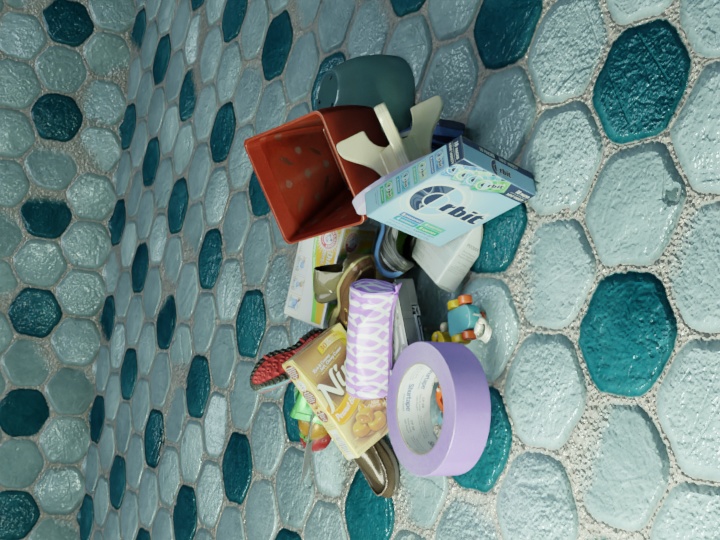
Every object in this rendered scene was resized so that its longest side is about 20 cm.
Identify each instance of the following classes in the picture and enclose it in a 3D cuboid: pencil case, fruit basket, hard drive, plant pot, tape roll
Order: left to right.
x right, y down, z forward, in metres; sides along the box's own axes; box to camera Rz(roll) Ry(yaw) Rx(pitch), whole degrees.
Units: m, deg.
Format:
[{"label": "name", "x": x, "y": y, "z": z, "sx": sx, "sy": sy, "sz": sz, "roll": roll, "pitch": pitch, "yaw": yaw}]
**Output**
[{"label": "fruit basket", "x": -0.088, "y": 0.281, "z": 1.887, "sx": 0.186, "sy": 0.093, "sz": 0.202, "roll": -65, "pitch": -8, "yaw": -64}, {"label": "plant pot", "x": -0.051, "y": -0.186, "z": 1.778, "sx": 0.199, "sy": 0.176, "sz": 0.202, "roll": -14, "pitch": 103, "yaw": 42}, {"label": "plant pot", "x": -0.007, "y": -0.318, "z": 1.900, "sx": 0.200, "sy": 0.134, "sz": 0.202, "roll": -21, "pitch": 65, "yaw": 57}, {"label": "pencil case", "x": 0.020, "y": 0.114, "z": 1.636, "sx": 0.085, "sy": 0.084, "sz": 0.202, "roll": 10, "pitch": 111, "yaw": 26}, {"label": "hard drive", "x": 0.063, "y": 0.121, "z": 1.712, "sx": 0.201, "sy": 0.037, "sz": 0.141, "roll": 112, "pitch": 152, "yaw": -58}, {"label": "tape roll", "x": 0.115, "y": 0.210, "z": 1.531, "sx": 0.200, "sy": 0.065, "sz": 0.203, "roll": -13, "pitch": 75, "yaw": 62}]

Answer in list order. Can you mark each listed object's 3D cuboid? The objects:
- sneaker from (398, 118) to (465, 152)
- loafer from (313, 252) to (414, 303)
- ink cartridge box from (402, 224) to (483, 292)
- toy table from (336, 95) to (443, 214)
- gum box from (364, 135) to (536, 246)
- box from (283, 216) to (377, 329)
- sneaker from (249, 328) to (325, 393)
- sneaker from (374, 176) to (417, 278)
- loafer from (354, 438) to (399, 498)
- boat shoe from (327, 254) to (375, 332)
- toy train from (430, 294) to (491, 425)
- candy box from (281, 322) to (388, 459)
[{"label": "sneaker", "x": 0.117, "y": -0.209, "z": 1.719, "sx": 0.200, "sy": 0.073, "sz": 0.083, "roll": 162, "pitch": 118, "yaw": -68}, {"label": "loafer", "x": 0.000, "y": 0.000, "z": 1.783, "sx": 0.076, "sy": 0.198, "sz": 0.068, "roll": -71, "pitch": -41, "yaw": -70}, {"label": "ink cartridge box", "x": 0.158, "y": -0.089, "z": 1.662, "sx": 0.201, "sy": 0.057, "sz": 0.163, "roll": -53, "pitch": 36, "yaw": 12}, {"label": "toy table", "x": 0.062, "y": -0.186, "z": 1.600, "sx": 0.184, "sy": 0.198, "sz": 0.118, "roll": 91, "pitch": 155, "yaw": -77}, {"label": "gum box", "x": 0.134, "y": -0.114, "z": 1.520, "sx": 0.199, "sy": 0.169, "sz": 0.045, "roll": -29, "pitch": 55, "yaw": 38}, {"label": "box", "x": -0.056, "y": -0.001, "z": 1.907, "sx": 0.101, "sy": 0.112, "sz": 0.202, "roll": 19, "pitch": 100, "yaw": 35}, {"label": "sneaker", "x": -0.122, "y": 0.196, "z": 1.944, "sx": 0.079, "sy": 0.199, "sz": 0.096, "roll": 38, "pitch": 144, "yaw": 39}, {"label": "sneaker", "x": 0.071, "y": -0.087, "z": 1.685, "sx": 0.082, "sy": 0.070, "sz": 0.202, "roll": -14, "pitch": 67, "yaw": 43}, {"label": "loafer", "x": 0.000, "y": 0.313, "z": 1.772, "sx": 0.073, "sy": 0.070, "sz": 0.201, "roll": -53, "pitch": 57, "yaw": 41}, {"label": "boat shoe", "x": -0.002, "y": 0.055, "z": 1.714, "sx": 0.068, "sy": 0.072, "sz": 0.201, "roll": 47, "pitch": 144, "yaw": 26}, {"label": "toy train", "x": 0.163, "y": 0.139, "z": 1.576, "sx": 0.151, "sy": 0.055, "sz": 0.201, "roll": 56, "pitch": 134, "yaw": 48}, {"label": "candy box", "x": -0.029, "y": 0.205, "z": 1.712, "sx": 0.201, "sy": 0.115, "sz": 0.055, "roll": 56, "pitch": 152, "yaw": -3}]
